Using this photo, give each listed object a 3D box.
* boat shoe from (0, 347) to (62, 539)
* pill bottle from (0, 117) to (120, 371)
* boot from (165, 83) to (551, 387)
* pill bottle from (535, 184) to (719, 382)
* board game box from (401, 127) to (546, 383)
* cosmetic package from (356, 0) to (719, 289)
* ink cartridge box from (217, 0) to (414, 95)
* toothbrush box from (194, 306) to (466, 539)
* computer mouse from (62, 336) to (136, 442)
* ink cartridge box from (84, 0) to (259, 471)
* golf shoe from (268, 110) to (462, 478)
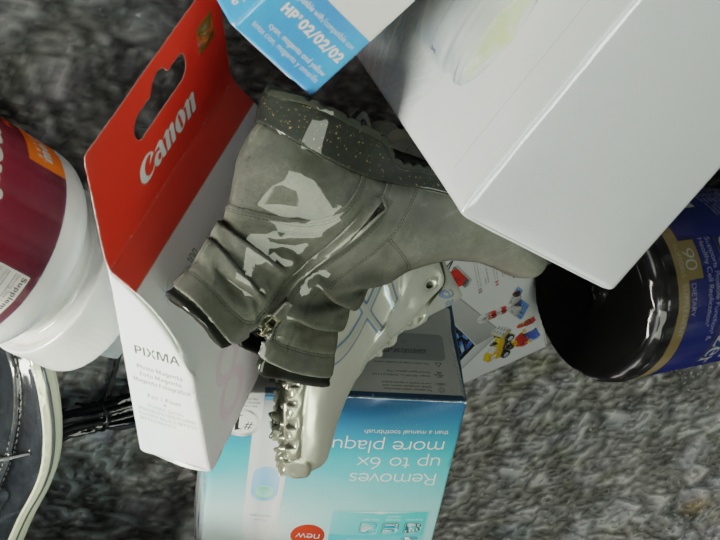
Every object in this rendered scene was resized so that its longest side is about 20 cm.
[{"bbox_3d":[-0.217,0.107,0.990,0.062,0.075,0.201,-4,135,-34],"label":"boat shoe"},{"bbox_3d":[-0.204,-0.028,0.847,0.110,0.110,0.199,-44,135,14],"label":"pill bottle"},{"bbox_3d":[0.000,0.000,0.877,0.199,0.068,0.132,23,92,-34],"label":"boot"},{"bbox_3d":[0.216,0.003,1.097,0.199,0.112,0.113,-8,133,-37],"label":"pill bottle"},{"bbox_3d":[0.043,-0.003,1.061,0.125,0.035,0.201,-23,136,-8],"label":"board game box"},{"bbox_3d":[0.108,-0.140,0.856,0.122,0.201,0.200,23,115,-41],"label":"cosmetic package"},{"bbox_3d":[0.012,-0.195,0.813,0.200,0.116,0.068,-41,137,11],"label":"ink cartridge box"},{"bbox_3d":[-0.025,0.115,1.060,0.145,0.086,0.201,4,133,-9],"label":"toothbrush box"},{"bbox_3d":[-0.127,0.024,0.985,0.109,0.044,0.201,-4,130,-25],"label":"computer mouse"},{"bbox_3d":[-0.076,-0.023,0.895,0.056,0.163,0.201,14,135,12],"label":"ink cartridge box"},{"bbox_3d":[0.007,0.019,0.934,0.096,0.078,0.202,14,84,-9],"label":"golf shoe"}]
